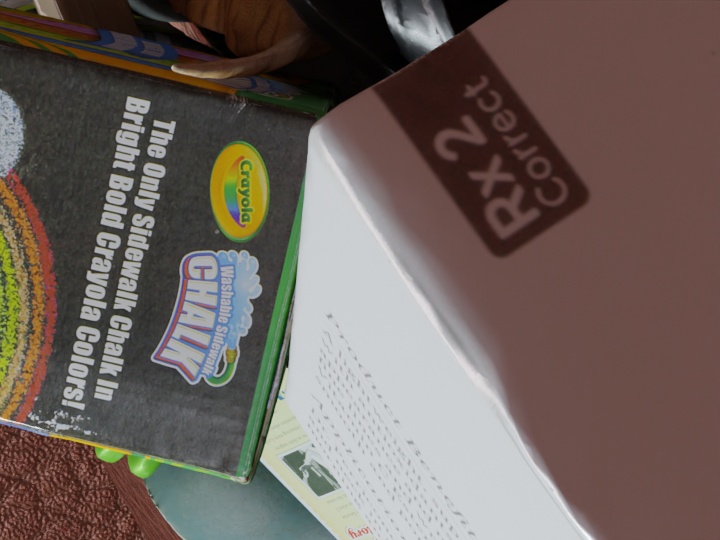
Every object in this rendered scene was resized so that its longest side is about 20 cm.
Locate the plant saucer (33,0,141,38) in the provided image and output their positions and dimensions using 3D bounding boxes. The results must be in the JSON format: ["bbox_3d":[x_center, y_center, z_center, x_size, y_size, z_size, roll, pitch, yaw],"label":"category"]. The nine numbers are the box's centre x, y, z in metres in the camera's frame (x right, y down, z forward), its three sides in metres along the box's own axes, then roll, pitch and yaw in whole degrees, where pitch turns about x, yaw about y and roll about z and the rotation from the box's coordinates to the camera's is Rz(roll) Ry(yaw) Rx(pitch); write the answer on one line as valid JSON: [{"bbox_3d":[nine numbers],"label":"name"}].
[{"bbox_3d":[-0.114,-0.104,0.924,0.200,0.029,0.200,159,90,-82],"label":"plant saucer"}]

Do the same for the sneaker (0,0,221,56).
[{"bbox_3d":[-0.117,-0.088,1.079,0.081,0.200,0.074,18,108,27],"label":"sneaker"}]

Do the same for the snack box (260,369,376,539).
[{"bbox_3d":[0.034,0.047,0.829,0.116,0.037,0.200,47,142,-11],"label":"snack box"}]

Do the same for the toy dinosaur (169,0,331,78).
[{"bbox_3d":[-0.022,-0.090,0.781,0.060,0.106,0.200,59,175,-18],"label":"toy dinosaur"}]

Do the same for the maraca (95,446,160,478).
[{"bbox_3d":[-0.068,-0.003,1.025,0.107,0.200,0.137,26,172,-23],"label":"maraca"}]

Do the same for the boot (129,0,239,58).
[{"bbox_3d":[-0.101,-0.175,1.005,0.182,0.072,0.200,66,171,-27],"label":"boot"}]

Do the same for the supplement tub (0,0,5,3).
[{"bbox_3d":[-0.227,-0.153,1.170,0.200,0.145,0.145,10,136,40],"label":"supplement tub"}]

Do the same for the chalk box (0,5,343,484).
[{"bbox_3d":[-0.072,-0.011,0.760,0.124,0.200,0.125,-87,12,-81],"label":"chalk box"}]

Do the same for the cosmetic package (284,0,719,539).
[{"bbox_3d":[0.094,0.024,0.500,0.165,0.165,0.200,54,167,11],"label":"cosmetic package"}]

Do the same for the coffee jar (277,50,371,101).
[{"bbox_3d":[0.000,0.000,0.923,0.085,0.104,0.200,9,136,34],"label":"coffee jar"}]

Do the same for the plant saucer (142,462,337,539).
[{"bbox_3d":[0.001,0.089,1.037,0.201,0.201,0.039,45,128,44],"label":"plant saucer"}]

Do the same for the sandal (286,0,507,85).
[{"bbox_3d":[0.040,-0.073,0.725,0.201,0.075,0.048,51,142,-2],"label":"sandal"}]
